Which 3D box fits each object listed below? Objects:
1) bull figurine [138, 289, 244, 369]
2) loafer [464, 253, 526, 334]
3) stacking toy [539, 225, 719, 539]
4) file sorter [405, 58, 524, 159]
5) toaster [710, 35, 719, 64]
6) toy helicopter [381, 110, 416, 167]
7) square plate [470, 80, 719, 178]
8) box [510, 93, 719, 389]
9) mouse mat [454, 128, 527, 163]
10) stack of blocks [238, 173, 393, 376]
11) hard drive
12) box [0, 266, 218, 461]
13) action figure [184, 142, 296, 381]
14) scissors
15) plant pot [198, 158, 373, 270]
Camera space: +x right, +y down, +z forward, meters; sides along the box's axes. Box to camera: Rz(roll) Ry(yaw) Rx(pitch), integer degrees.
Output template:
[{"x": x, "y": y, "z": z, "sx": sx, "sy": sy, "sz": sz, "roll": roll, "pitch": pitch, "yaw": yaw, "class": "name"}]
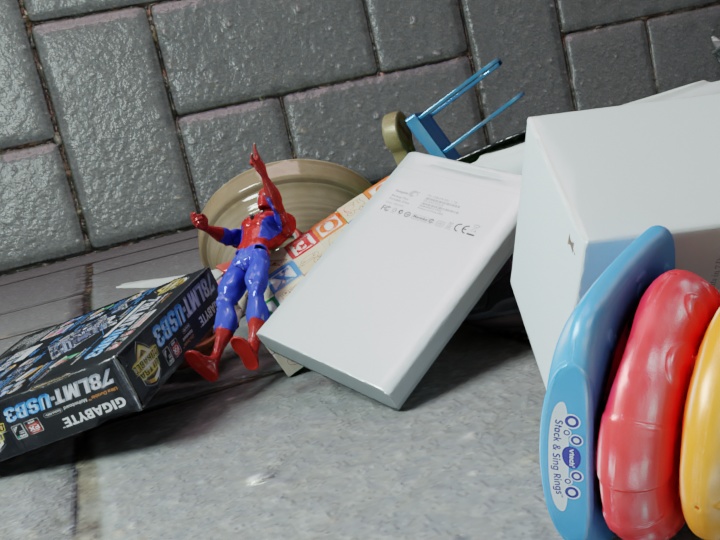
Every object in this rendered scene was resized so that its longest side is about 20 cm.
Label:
[{"x": -0.210, "y": 0.063, "z": 0.854, "sx": 0.200, "sy": 0.065, "sz": 0.121, "roll": -5, "pitch": 27, "yaw": 20, "class": "bull figurine"}, {"x": 0.132, "y": 0.028, "z": 0.692, "sx": 0.072, "sy": 0.063, "sz": 0.200, "roll": -48, "pitch": 16, "yaw": -19, "class": "loafer"}, {"x": 0.174, "y": 0.062, "z": 0.311, "sx": 0.200, "sy": 0.116, "sz": 0.110, "roll": 11, "pitch": 29, "yaw": 32, "class": "stacking toy"}, {"x": 0.166, "y": -0.131, "z": 1.027, "sx": 0.123, "sy": 0.200, "sz": 0.139, "roll": -36, "pitch": 3, "yaw": 15, "class": "file sorter"}, {"x": 0.348, "y": -0.083, "z": 0.583, "sx": 0.119, "sy": 0.200, "sz": 0.181, "roll": -18, "pitch": 9, "yaw": -6, "class": "toaster"}, {"x": 0.073, "y": -0.096, "z": 1.043, "sx": 0.079, "sy": 0.200, "sz": 0.132, "roll": -8, "pitch": 27, "yaw": 28, "class": "toy helicopter"}, {"x": 0.190, "y": -0.111, "z": 0.732, "sx": 0.198, "sy": 0.028, "sz": 0.200, "roll": -22, "pitch": 7, "yaw": -20, "class": "square plate"}, {"x": 0.189, "y": -0.014, "z": 0.457, "sx": 0.200, "sy": 0.124, "sz": 0.098, "roll": -7, "pitch": 46, "yaw": -3, "class": "box"}, {"x": 0.105, "y": -0.104, "z": 0.860, "sx": 0.200, "sy": 0.008, "sz": 0.161, "roll": -23, "pitch": -1, "yaw": 27, "class": "mouse mat"}, {"x": 0.000, "y": 0.000, "z": 0.744, "sx": 0.200, "sy": 0.059, "sz": 0.115, "roll": -34, "pitch": 34, "yaw": -4, "class": "stack of blocks"}, {"x": 0.032, "y": -0.002, "z": 0.654, "sx": 0.132, "sy": 0.027, "sz": 0.200, "roll": 19, "pitch": 60, "yaw": 40, "class": "hard drive"}, {"x": -0.224, "y": 0.077, "z": 0.699, "sx": 0.198, "sy": 0.050, "sz": 0.200, "roll": -19, "pitch": 15, "yaw": 14, "class": "box"}, {"x": -0.102, "y": -0.020, "z": 0.713, "sx": 0.065, "sy": 0.099, "sz": 0.200, "roll": -16, "pitch": 35, "yaw": 21, "class": "action figure"}, {"x": -0.137, "y": 0.012, "z": 0.829, "sx": 0.200, "sy": 0.073, "sz": 0.014, "roll": -17, "pitch": -30, "yaw": 7, "class": "scissors"}, {"x": -0.063, "y": -0.010, "z": 0.910, "sx": 0.201, "sy": 0.201, "sz": 0.093, "roll": -13, "pitch": 49, "yaw": 0, "class": "plant pot"}]
